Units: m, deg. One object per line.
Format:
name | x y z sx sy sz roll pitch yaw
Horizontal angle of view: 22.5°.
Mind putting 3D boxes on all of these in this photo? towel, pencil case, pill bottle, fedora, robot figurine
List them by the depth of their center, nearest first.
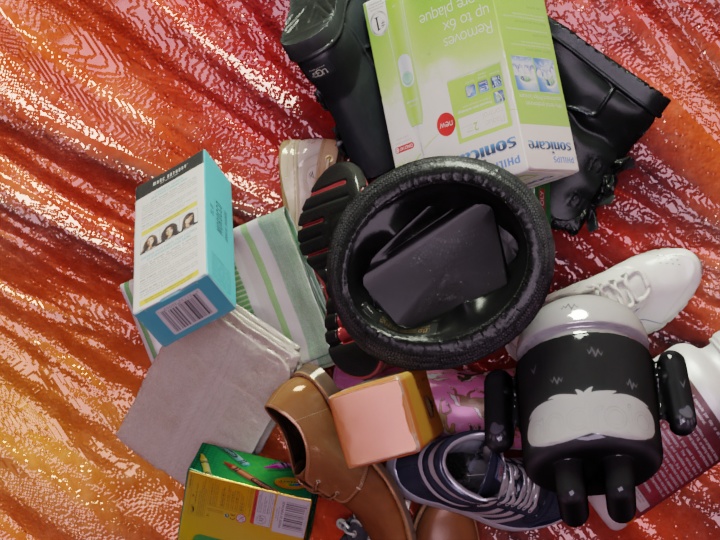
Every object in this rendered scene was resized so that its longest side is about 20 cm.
robot figurine | 0.199 0.120 1.580 0.150 0.125 0.201 15 56 -26
fedora | 0.074 -0.004 1.581 0.200 0.092 0.201 -1 85 12
pill bottle | 0.284 0.141 1.671 0.200 0.113 0.113 -35 87 4
pencil case | 0.067 0.123 1.703 0.199 0.087 0.083 2 69 5
towel | -0.141 0.119 1.704 0.132 0.034 0.200 35 118 10
towel | -0.124 0.045 1.711 0.200 0.023 0.153 -22 91 28

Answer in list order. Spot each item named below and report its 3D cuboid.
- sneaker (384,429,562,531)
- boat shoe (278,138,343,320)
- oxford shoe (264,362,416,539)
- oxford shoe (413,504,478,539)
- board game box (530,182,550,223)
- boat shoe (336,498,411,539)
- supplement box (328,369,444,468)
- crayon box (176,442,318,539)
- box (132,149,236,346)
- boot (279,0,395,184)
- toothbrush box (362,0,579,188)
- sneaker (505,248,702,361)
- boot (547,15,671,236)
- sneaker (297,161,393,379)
sneaker | 0.133 0.193 1.652 0.199 0.108 0.070 13 72 -24
boat shoe | -0.032 -0.029 1.719 0.069 0.074 0.201 -8 88 10
oxford shoe | -0.021 0.187 1.639 0.071 0.071 0.200 -36 95 -31
oxford shoe | 0.079 0.306 1.698 0.071 0.071 0.201 4 90 -5
board game box | 0.115 -0.111 1.693 0.134 0.029 0.201 -2 90 40
boat shoe | 0.003 0.259 1.715 0.063 0.073 0.201 18 96 2
supplement box | 0.025 0.124 1.562 0.069 0.200 0.067 -17 87 10
crayon box | -0.113 0.272 1.697 0.118 0.058 0.201 13 113 5
box | -0.162 -0.023 1.669 0.082 0.200 0.049 -28 124 15
boot | -0.002 -0.196 1.711 0.076 0.200 0.168 -16 123 23
toothbrush box | 0.098 -0.166 1.632 0.145 0.086 0.201 -16 82 40
sneaker | 0.228 0.035 1.690 0.200 0.087 0.075 -26 80 2
boot | 0.177 -0.142 1.708 0.198 0.073 0.163 37 101 10
sneaker | 0.000 0.000 1.674 0.074 0.087 0.201 -12 84 31
